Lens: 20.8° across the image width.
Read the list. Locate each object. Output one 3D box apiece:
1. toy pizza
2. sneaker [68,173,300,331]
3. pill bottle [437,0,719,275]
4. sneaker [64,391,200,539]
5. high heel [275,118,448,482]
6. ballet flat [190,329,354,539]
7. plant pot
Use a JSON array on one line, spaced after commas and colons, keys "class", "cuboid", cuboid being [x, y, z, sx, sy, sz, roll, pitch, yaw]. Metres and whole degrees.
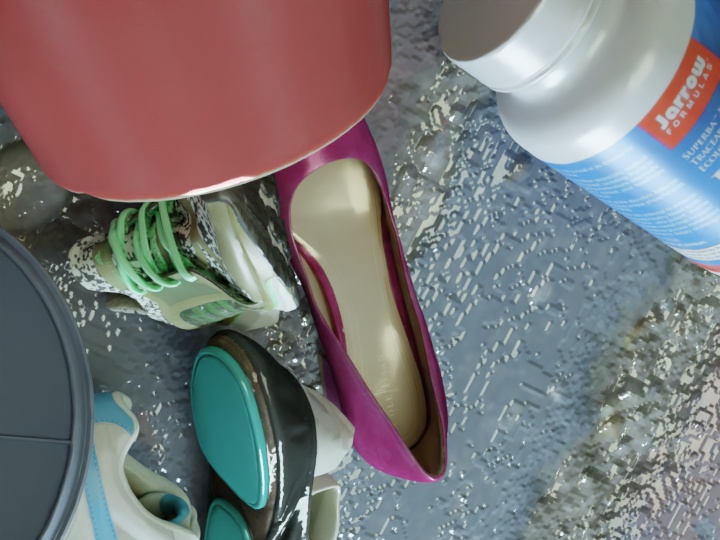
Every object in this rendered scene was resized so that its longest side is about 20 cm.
[{"class": "toy pizza", "cuboid": [-0.203, 0.065, 0.796, 0.200, 0.032, 0.201, -2, 77, 8]}, {"class": "sneaker", "cuboid": [-0.076, -0.006, 0.819, 0.088, 0.200, 0.077, -13, 78, -9]}, {"class": "pill bottle", "cuboid": [0.136, -0.085, 0.932, 0.200, 0.112, 0.112, 29, 91, -31]}, {"class": "sneaker", "cuboid": [-0.104, 0.148, 0.898, 0.081, 0.077, 0.200, -24, 116, -2]}, {"class": "high heel", "cuboid": [0.000, 0.000, 0.899, 0.067, 0.096, 0.200, -14, 112, -22]}, {"class": "ballet flat", "cuboid": [-0.042, 0.096, 0.914, 0.068, 0.068, 0.200, -25, 139, -30]}, {"class": "plant pot", "cuboid": [-0.075, -0.135, 0.709, 0.200, 0.200, 0.178, -26, 121, -18]}]
